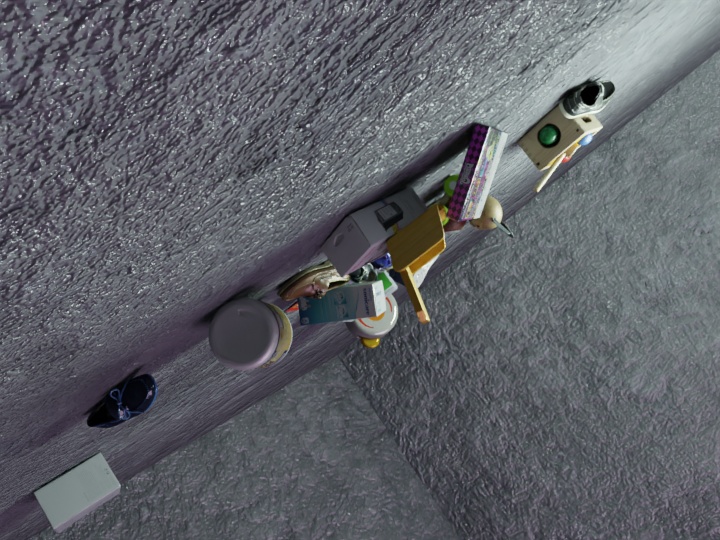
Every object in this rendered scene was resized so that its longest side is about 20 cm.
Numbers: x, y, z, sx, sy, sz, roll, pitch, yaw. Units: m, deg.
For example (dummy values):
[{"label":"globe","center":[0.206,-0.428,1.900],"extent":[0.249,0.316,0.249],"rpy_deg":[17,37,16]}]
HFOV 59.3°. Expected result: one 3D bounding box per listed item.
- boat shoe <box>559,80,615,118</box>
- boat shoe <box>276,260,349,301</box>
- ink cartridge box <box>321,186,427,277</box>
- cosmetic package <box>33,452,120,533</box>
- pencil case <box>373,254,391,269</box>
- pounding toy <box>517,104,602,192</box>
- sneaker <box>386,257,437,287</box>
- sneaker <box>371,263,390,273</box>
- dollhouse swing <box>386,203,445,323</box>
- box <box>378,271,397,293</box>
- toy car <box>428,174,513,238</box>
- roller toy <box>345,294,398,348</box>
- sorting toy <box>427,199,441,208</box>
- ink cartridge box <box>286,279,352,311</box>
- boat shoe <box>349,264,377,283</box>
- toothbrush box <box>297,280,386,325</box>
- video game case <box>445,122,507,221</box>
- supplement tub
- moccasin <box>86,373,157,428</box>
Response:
[{"label":"boat shoe","center":[0.586,-0.438,1.588],"extent":[0.199,0.072,0.068],"rpy_deg":[-27,172,-32]},{"label":"boat shoe","center":[-0.103,0.031,1.485],"extent":[0.200,0.068,0.072],"rpy_deg":[-28,169,-38]},{"label":"ink cartridge box","center":[0.034,-0.083,1.357],"extent":[0.200,0.086,0.148],"rpy_deg":[-30,170,-39]},{"label":"cosmetic package","center":[-0.829,0.654,1.857],"extent":[0.200,0.123,0.199],"rpy_deg":[-31,170,-32]},{"label":"pencil case","center":[0.110,-0.080,1.646],"extent":[0.200,0.087,0.078],"rpy_deg":[-32,154,-27]},{"label":"pounding toy","center":[0.525,-0.333,1.679],"extent":[0.200,0.142,0.184],"rpy_deg":[-25,166,-50]},{"label":"sneaker","center":[0.148,-0.056,1.873],"extent":[0.080,0.146,0.201],"rpy_deg":[13,109,-47]},{"label":"sneaker","center":[0.056,-0.026,1.779],"extent":[0.081,0.074,0.200],"rpy_deg":[-30,169,-10]},{"label":"dollhouse swing","center":[0.153,-0.009,1.348],"extent":[0.181,0.176,0.200],"rpy_deg":[-37,170,3]},{"label":"box","center":[0.011,0.075,2.038],"extent":[0.200,0.097,0.176],"rpy_deg":[-36,172,5]},{"label":"toy car","center":[0.292,-0.133,1.588],"extent":[0.158,0.200,0.164],"rpy_deg":[-60,162,11]},{"label":"roller toy","center":[0.037,0.157,2.266],"extent":[0.182,0.200,0.140],"rpy_deg":[-38,173,-19]},{"label":"sorting toy","center":[0.239,-0.171,1.807],"extent":[0.185,0.037,0.200],"rpy_deg":[-32,170,-24]},{"label":"ink cartridge box","center":[-0.097,0.070,1.783],"extent":[0.200,0.050,0.161],"rpy_deg":[-39,170,11]},{"label":"boat shoe","center":[0.000,0.000,1.680],"extent":[0.076,0.060,0.200],"rpy_deg":[-44,163,11]},{"label":"toothbrush box","center":[-0.045,0.081,1.610],"extent":[0.199,0.086,0.146],"rpy_deg":[-9,-179,10]},{"label":"video game case","center":[0.251,-0.207,1.351],"extent":[0.181,0.036,0.201],"rpy_deg":[-18,127,-64]},{"label":"supplement tub","center":[-0.224,0.136,1.342],"extent":[0.144,0.145,0.200],"rpy_deg":[-35,171,1]},{"label":"moccasin","center":[-0.498,0.286,1.319],"extent":[0.200,0.081,0.068],"rpy_deg":[-41,165,28]}]
